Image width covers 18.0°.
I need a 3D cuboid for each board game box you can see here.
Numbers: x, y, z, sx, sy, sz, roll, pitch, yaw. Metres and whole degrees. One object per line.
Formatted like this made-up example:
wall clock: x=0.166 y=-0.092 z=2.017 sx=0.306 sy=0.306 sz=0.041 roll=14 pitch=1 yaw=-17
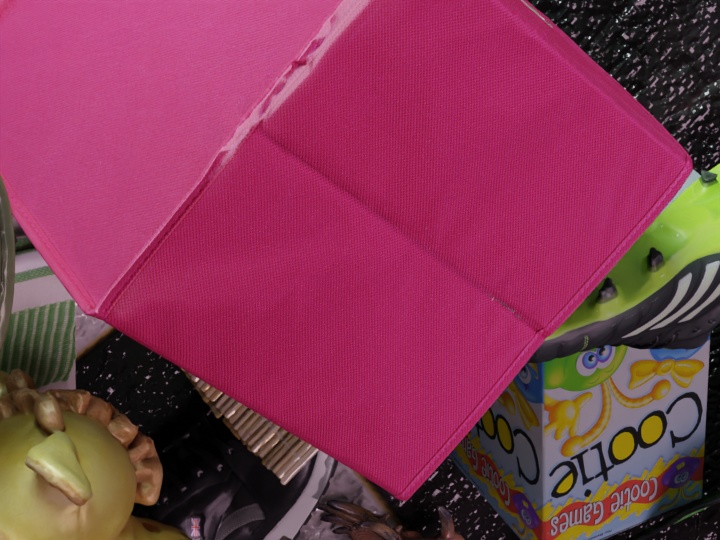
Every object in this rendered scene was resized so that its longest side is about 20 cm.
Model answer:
board game box: x=0.110 y=0.032 z=1.171 sx=0.103 sy=0.105 sz=0.201 roll=-20 pitch=129 yaw=-20

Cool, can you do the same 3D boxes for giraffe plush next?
giraffe plush: x=-0.128 y=0.133 z=1.004 sx=0.200 sy=0.172 sz=0.163 roll=-52 pitch=124 yaw=-34

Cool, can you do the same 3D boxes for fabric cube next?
fabric cube: x=-0.022 y=-0.062 z=0.959 sx=0.200 sy=0.196 sz=0.199 roll=-49 pitch=131 yaw=7

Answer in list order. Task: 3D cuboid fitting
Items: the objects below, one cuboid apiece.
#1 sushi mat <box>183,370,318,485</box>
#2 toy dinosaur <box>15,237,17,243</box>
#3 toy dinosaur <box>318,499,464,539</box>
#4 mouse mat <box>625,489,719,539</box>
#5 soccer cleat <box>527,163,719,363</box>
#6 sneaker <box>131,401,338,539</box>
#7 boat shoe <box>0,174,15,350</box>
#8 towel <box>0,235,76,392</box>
sushi mat: x=0.000 y=0.000 z=1.089 sx=0.200 sy=0.096 sz=0.012 roll=-47 pitch=160 yaw=3
toy dinosaur: x=-0.239 y=0.014 z=0.947 sx=0.199 sy=0.102 sz=0.137 roll=-18 pitch=88 yaw=-2
toy dinosaur: x=-0.014 y=0.186 z=1.177 sx=0.136 sy=0.086 sz=0.200 roll=-59 pitch=176 yaw=12
mouse mat: x=0.200 y=0.125 z=1.265 sx=0.160 sy=0.008 sz=0.200 roll=-21 pitch=169 yaw=-33
soccer cleat: x=0.128 y=0.011 z=1.046 sx=0.199 sy=0.067 sz=0.081 roll=-24 pitch=133 yaw=-28
sneaker: x=-0.077 y=0.110 z=1.130 sx=0.087 sy=0.076 sz=0.201 roll=11 pitch=114 yaw=-31
boat shoe: x=-0.191 y=-0.050 z=0.897 sx=0.072 sy=0.068 sz=0.201 roll=-19 pitch=101 yaw=-27
towel: x=-0.201 y=0.080 z=1.062 sx=0.152 sy=0.023 sz=0.201 roll=-14 pitch=129 yaw=-23
